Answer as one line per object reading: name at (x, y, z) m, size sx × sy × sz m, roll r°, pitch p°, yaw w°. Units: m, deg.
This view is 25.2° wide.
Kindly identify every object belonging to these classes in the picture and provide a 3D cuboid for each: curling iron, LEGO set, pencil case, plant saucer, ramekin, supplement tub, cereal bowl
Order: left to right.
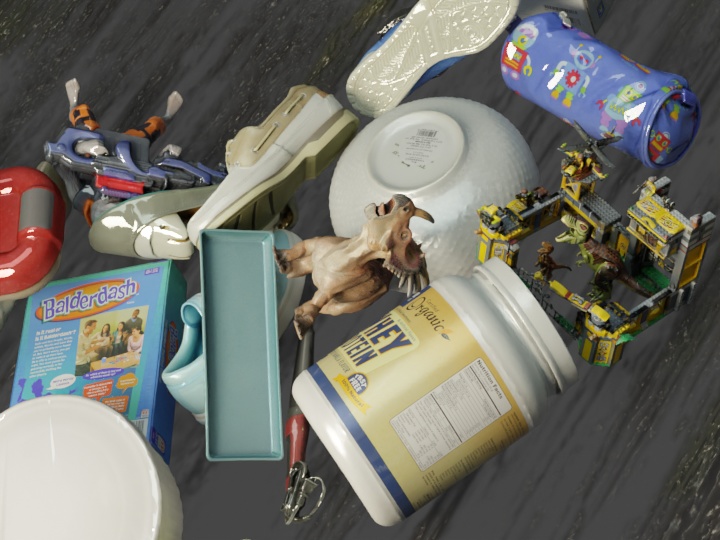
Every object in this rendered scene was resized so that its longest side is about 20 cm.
ramekin at (-0.239, 0.209, 1.338) m, size 0.201 × 0.094 × 0.204 m, roll -5°, pitch 71°, yaw 16°
plant saucer at (-0.105, 0.064, 1.393) m, size 0.069 × 0.019 × 0.202 m, roll 2°, pitch 78°, yaw -22°
curling iron at (-0.047, 0.128, 1.385) m, size 0.050 × 0.025 × 0.201 m, roll -42°, pitch 33°, yaw 40°
cereal bowl at (0.059, -0.082, 1.464) m, size 0.198 × 0.083 × 0.201 m, roll -12°, pitch 52°, yaw 16°
supplement tub at (0.060, 0.094, 1.292) m, size 0.199 × 0.145 × 0.145 m, roll -34°, pitch 50°, yaw -5°
LEGO set at (0.191, -0.034, 1.317) m, size 0.153 × 0.116 × 0.200 m, roll -21°, pitch 51°, yaw -22°
pencil case at (0.216, -0.168, 1.462) m, size 0.200 × 0.078 × 0.087 m, roll 36°, pitch 107°, yaw 37°

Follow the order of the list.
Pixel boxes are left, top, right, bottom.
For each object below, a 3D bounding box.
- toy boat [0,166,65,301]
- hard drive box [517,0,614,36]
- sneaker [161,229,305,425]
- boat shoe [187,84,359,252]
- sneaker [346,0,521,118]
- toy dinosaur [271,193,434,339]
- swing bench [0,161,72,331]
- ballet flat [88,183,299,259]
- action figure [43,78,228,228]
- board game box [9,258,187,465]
toy boat at (-0.368, -0.044, 1.430) m, size 0.198 × 0.131 × 0.131 m, roll -9°, pitch 55°, yaw 7°
hard drive box at (0.150, -0.328, 1.531) m, size 0.155 × 0.200 × 0.077 m, roll 16°, pitch 63°, yaw 30°
sneaker at (-0.113, 0.035, 1.439) m, size 0.074 × 0.082 × 0.201 m, roll -8°, pitch 49°, yaw 43°
boat shoe at (-0.092, -0.093, 1.474) m, size 0.068 × 0.075 × 0.200 m, roll 41°, pitch 63°, yaw 14°
sneaker at (0.076, -0.230, 1.531) m, size 0.200 × 0.077 × 0.111 m, roll -39°, pitch 11°, yaw 30°
toy dinosaur at (0.000, 0.000, 1.380) m, size 0.134 × 0.200 × 0.087 m, roll -18°, pitch 86°, yaw -2°
swing bench at (-0.401, -0.009, 1.573) m, size 0.199 × 0.130 × 0.200 m, roll 15°, pitch 61°, yaw 22°
ballet flat at (-0.151, -0.043, 1.500) m, size 0.198 × 0.068 × 0.064 m, roll -15°, pitch 47°, yaw -17°
action figure at (-0.218, -0.098, 1.591) m, size 0.198 × 0.105 × 0.194 m, roll 16°, pitch 44°, yaw -16°
board game box at (-0.243, 0.093, 1.483) m, size 0.151 × 0.045 × 0.201 m, roll -10°, pitch 53°, yaw 16°
